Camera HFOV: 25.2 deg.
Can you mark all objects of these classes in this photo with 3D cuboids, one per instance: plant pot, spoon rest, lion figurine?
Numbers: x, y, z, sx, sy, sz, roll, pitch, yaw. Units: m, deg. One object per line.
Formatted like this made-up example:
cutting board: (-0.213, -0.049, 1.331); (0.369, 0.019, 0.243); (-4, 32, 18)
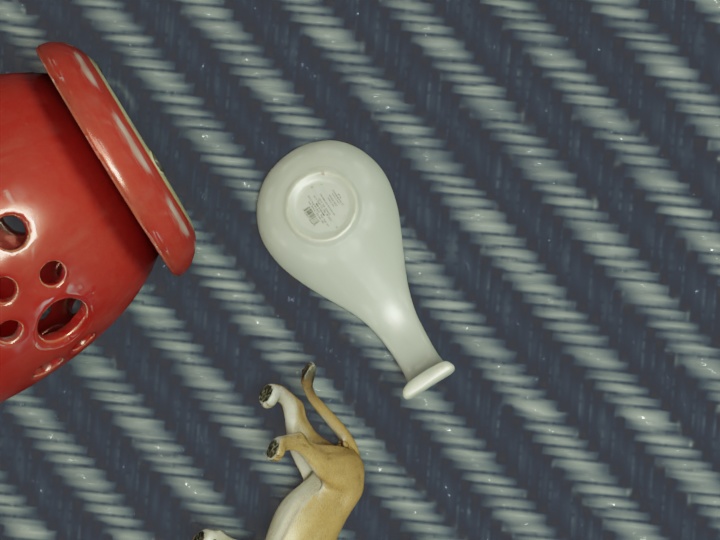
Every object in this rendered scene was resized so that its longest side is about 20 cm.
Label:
plant pot: (-0.222, -0.040, 1.069); (0.182, 0.200, 0.201); (-33, 88, -6)
spoon rest: (0.000, 0.000, 1.127); (0.099, 0.061, 0.201); (-31, 75, 2)
lion figurine: (-0.040, 0.175, 1.112); (0.122, 0.072, 0.201); (31, 84, -30)
